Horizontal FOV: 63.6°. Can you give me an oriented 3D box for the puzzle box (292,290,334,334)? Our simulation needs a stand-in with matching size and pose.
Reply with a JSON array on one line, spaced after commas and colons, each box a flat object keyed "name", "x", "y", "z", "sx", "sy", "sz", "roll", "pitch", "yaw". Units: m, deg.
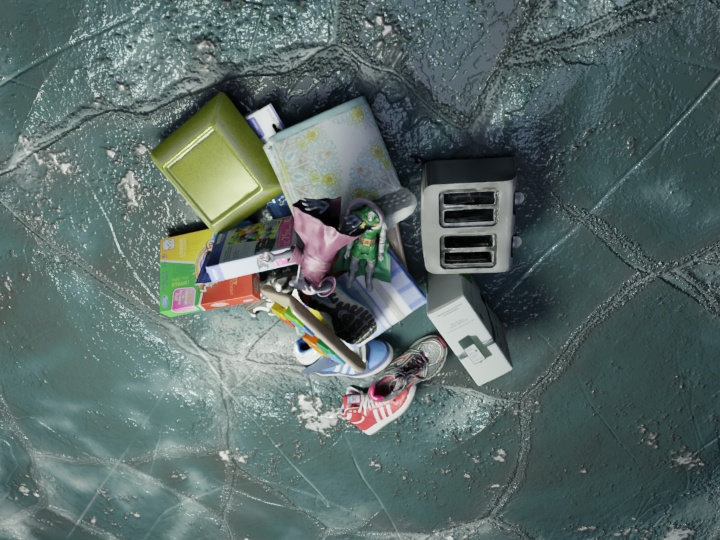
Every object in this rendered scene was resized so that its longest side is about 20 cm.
[{"name": "puzzle box", "x": -0.052, "y": 0.069, "z": 1.219, "sx": 0.195, "sy": 0.026, "sz": 0.135, "roll": -4, "pitch": 121, "yaw": 9}]

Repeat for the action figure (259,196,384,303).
[{"name": "action figure", "x": -0.069, "y": -0.033, "z": 0.953, "sx": 0.134, "sy": 0.148, "sz": 0.202, "roll": 44, "pitch": 138, "yaw": 24}]

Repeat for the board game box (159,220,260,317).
[{"name": "board game box", "x": -0.296, "y": -0.003, "z": 1.138, "sx": 0.196, "sy": 0.156, "sz": 0.040, "roll": -11, "pitch": 162, "yaw": 12}]

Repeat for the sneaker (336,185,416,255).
[{"name": "sneaker", "x": 0.016, "y": -0.088, "z": 1.052, "sx": 0.197, "sy": 0.077, "sz": 0.081, "roll": -18, "pitch": 134, "yaw": 23}]

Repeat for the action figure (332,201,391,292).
[{"name": "action figure", "x": 0.009, "y": -0.043, "z": 1.013, "sx": 0.115, "sy": 0.055, "sz": 0.202, "roll": 5, "pitch": 138, "yaw": -2}]

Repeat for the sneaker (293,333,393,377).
[{"name": "sneaker", "x": -0.043, "y": 0.166, "z": 1.216, "sx": 0.196, "sy": 0.082, "sz": 0.147, "roll": -9, "pitch": 149, "yaw": 18}]

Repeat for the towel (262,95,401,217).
[{"name": "towel", "x": -0.050, "y": -0.182, "z": 0.999, "sx": 0.197, "sy": 0.048, "sz": 0.174, "roll": -23, "pitch": 94, "yaw": 2}]

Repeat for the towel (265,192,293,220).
[{"name": "towel", "x": -0.079, "y": -0.137, "z": 1.086, "sx": 0.196, "sy": 0.049, "sz": 0.113, "roll": -16, "pitch": 119, "yaw": 15}]

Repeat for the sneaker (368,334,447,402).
[{"name": "sneaker", "x": 0.102, "y": 0.217, "z": 1.233, "sx": 0.199, "sy": 0.075, "sz": 0.081, "roll": -42, "pitch": 78, "yaw": 7}]

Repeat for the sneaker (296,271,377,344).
[{"name": "sneaker", "x": -0.040, "y": 0.055, "z": 1.087, "sx": 0.078, "sy": 0.090, "sz": 0.200, "roll": -36, "pitch": 119, "yaw": 12}]

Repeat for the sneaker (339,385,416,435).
[{"name": "sneaker", "x": 0.033, "y": 0.291, "z": 1.316, "sx": 0.111, "sy": 0.072, "sz": 0.200, "roll": 33, "pitch": 121, "yaw": -17}]

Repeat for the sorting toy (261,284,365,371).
[{"name": "sorting toy", "x": -0.092, "y": 0.105, "z": 1.043, "sx": 0.185, "sy": 0.199, "sz": 0.037, "roll": 45, "pitch": 79, "yaw": -22}]

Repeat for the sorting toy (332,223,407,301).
[{"name": "sorting toy", "x": 0.000, "y": 0.000, "z": 1.142, "sx": 0.181, "sy": 0.037, "sz": 0.204, "roll": -9, "pitch": 108, "yaw": 11}]

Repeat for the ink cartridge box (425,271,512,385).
[{"name": "ink cartridge box", "x": 0.212, "y": 0.099, "z": 1.138, "sx": 0.082, "sy": 0.148, "sz": 0.201, "roll": -28, "pitch": 115, "yaw": 20}]

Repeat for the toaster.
[{"name": "toaster", "x": 0.186, "y": -0.102, "z": 1.036, "sx": 0.195, "sy": 0.119, "sz": 0.184, "roll": -1, "pitch": 120, "yaw": 7}]

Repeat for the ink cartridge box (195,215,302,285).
[{"name": "ink cartridge box", "x": -0.202, "y": -0.039, "z": 1.050, "sx": 0.196, "sy": 0.120, "sz": 0.043, "roll": -15, "pitch": 123, "yaw": 7}]

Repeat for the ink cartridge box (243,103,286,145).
[{"name": "ink cartridge box", "x": -0.212, "y": -0.220, "z": 1.057, "sx": 0.197, "sy": 0.039, "sz": 0.100, "roll": -22, "pitch": 115, "yaw": 20}]

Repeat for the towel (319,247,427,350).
[{"name": "towel", "x": 0.016, "y": 0.059, "z": 1.137, "sx": 0.198, "sy": 0.024, "sz": 0.148, "roll": -34, "pitch": 106, "yaw": 19}]

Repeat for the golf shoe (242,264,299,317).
[{"name": "golf shoe", "x": -0.158, "y": 0.036, "z": 1.164, "sx": 0.197, "sy": 0.078, "sz": 0.096, "roll": -15, "pitch": 108, "yaw": 26}]

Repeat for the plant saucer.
[{"name": "plant saucer", "x": -0.257, "y": -0.174, "z": 1.038, "sx": 0.198, "sy": 0.048, "sz": 0.201, "roll": -30, "pitch": 111, "yaw": 24}]
